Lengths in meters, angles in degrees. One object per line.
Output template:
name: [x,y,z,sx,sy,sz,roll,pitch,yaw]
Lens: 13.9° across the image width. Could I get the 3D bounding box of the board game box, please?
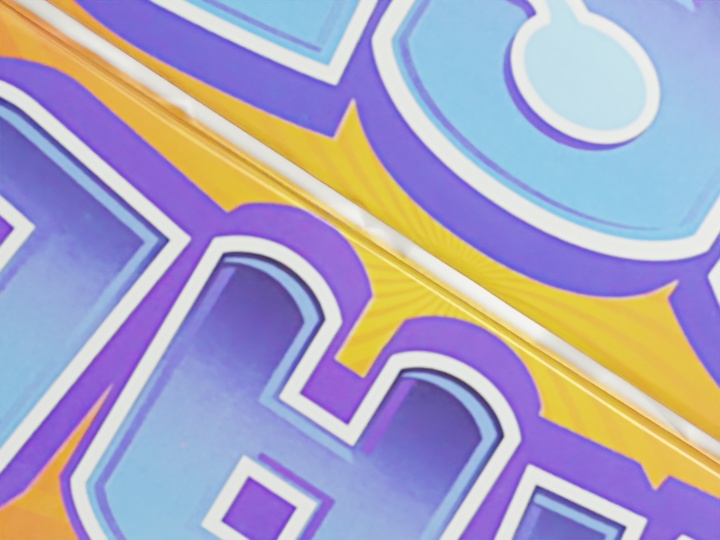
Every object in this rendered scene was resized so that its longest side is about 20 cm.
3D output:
board game box: [0.029,-0.013,0.471,0.199,0.201,0.200,32,12,4]
